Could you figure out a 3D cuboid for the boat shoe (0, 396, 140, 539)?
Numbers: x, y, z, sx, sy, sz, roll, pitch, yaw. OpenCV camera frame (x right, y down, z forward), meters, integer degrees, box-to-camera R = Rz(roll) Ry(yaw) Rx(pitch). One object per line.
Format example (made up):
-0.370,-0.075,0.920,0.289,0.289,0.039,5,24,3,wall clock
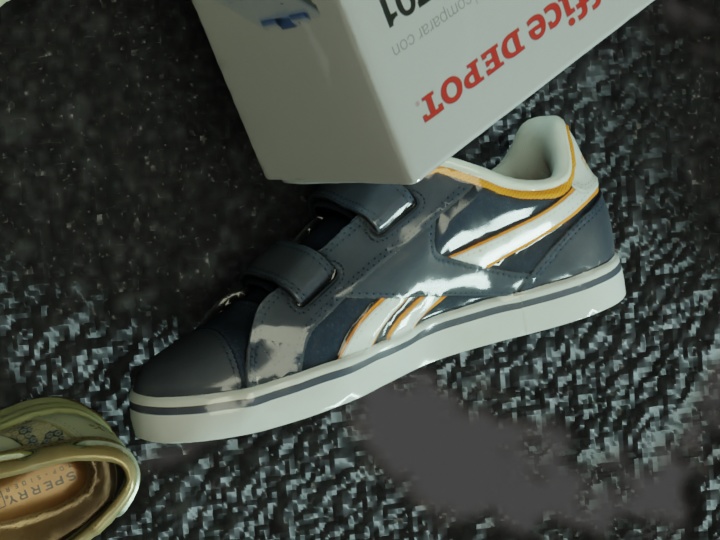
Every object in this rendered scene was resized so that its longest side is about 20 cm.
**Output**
-0.171,0.106,1.056,0.199,0.063,0.074,-32,102,-11,boat shoe

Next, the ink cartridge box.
0.004,-0.150,1.037,0.146,0.086,0.201,-38,115,-34,ink cartridge box

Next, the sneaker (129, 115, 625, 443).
0.000,0.000,1.091,0.199,0.078,0.080,-20,104,-25,sneaker

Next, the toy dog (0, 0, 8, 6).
-0.188,-0.182,1.008,0.193,0.139,0.202,-5,98,21,toy dog
